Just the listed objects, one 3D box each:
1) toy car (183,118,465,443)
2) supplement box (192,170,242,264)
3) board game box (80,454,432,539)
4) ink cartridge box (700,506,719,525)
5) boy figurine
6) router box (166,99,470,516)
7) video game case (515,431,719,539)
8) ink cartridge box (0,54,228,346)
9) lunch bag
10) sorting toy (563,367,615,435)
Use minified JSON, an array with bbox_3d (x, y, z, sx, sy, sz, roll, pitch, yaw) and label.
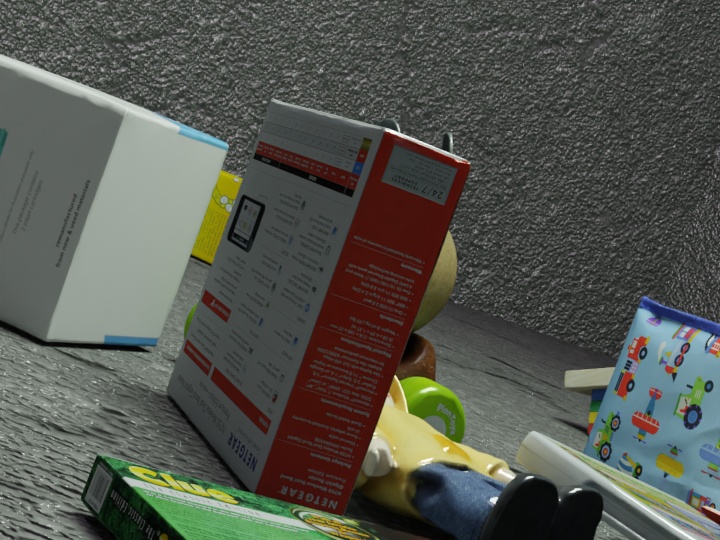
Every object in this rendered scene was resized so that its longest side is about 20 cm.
[{"bbox_3d":[0.000,0.000,0.978,0.157,0.202,0.164,19,3,-31],"label":"toy car"},{"bbox_3d":[-0.175,-0.067,1.916,0.199,0.111,0.108,23,4,34],"label":"supplement box"},{"bbox_3d":[0.001,0.117,0.581,0.199,0.024,0.105,20,5,-32],"label":"board game box"},{"bbox_3d":[0.201,0.158,0.571,0.108,0.051,0.200,22,-10,45],"label":"ink cartridge box"},{"bbox_3d":[0.039,0.100,0.790,0.123,0.065,0.200,18,8,-35],"label":"boy figurine"},{"bbox_3d":[-0.031,0.009,0.794,0.048,0.181,0.200,19,4,-21],"label":"router box"},{"bbox_3d":[0.199,0.160,0.829,0.181,0.022,0.199,33,3,41],"label":"video game case"},{"bbox_3d":[-0.219,-0.056,0.977,0.198,0.148,0.147,22,4,20],"label":"ink cartridge box"},{"bbox_3d":[0.235,0.116,1.012,0.093,0.152,0.200,20,3,-14],"label":"lunch bag"},{"bbox_3d":[0.342,0.151,1.558,0.197,0.070,0.199,16,-15,-32],"label":"sorting toy"}]
